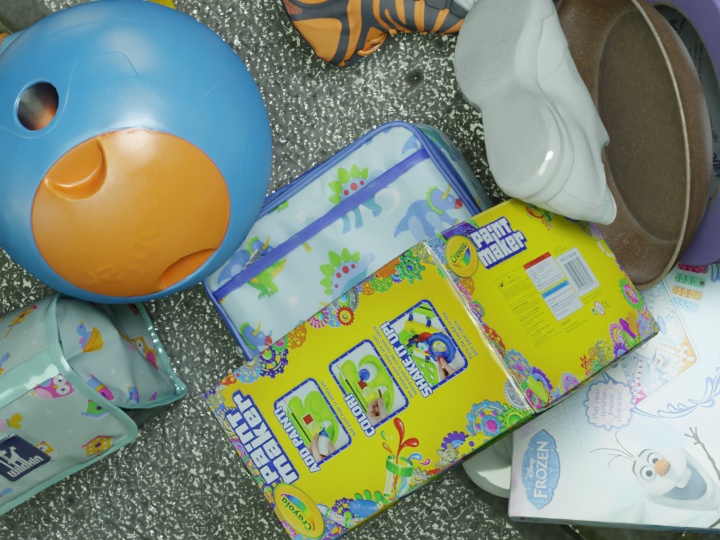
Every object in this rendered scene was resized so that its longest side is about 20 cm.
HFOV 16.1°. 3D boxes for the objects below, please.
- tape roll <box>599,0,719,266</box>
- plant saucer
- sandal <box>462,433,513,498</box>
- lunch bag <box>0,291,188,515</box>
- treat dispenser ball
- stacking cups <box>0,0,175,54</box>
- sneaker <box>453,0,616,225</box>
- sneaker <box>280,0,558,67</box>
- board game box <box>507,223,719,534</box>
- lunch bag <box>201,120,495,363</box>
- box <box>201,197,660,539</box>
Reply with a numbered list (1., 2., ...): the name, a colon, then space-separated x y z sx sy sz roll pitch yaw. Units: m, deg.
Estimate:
1. tape roll: 0.232 -0.108 1.600 0.085 0.200 0.201 -12 94 -20
2. plant saucer: 0.172 -0.089 1.599 0.037 0.200 0.201 -11 94 -20
3. sandal: 0.159 0.084 1.722 0.202 0.050 0.083 -38 79 0
4. lunch bag: -0.233 0.091 1.740 0.170 0.200 0.122 -28 89 14
5. treat dispenser ball: -0.158 -0.079 1.672 0.200 0.201 0.202 1 96 13
6. stacking cups: -0.227 -0.153 1.786 0.199 0.060 0.061 -14 93 16
7. sneaker: 0.117 -0.105 1.595 0.088 0.200 0.075 27 129 -32
8. sneaker: 0.038 -0.182 1.714 0.199 0.078 0.112 18 143 -14
9. board game box: 0.202 0.071 1.671 0.198 0.043 0.201 3 81 6
10. lunch bag: 0.000 0.000 1.737 0.200 0.082 0.161 -32 85 14
11. box: 0.046 0.057 1.562 0.192 0.200 0.122 -35 85 30
